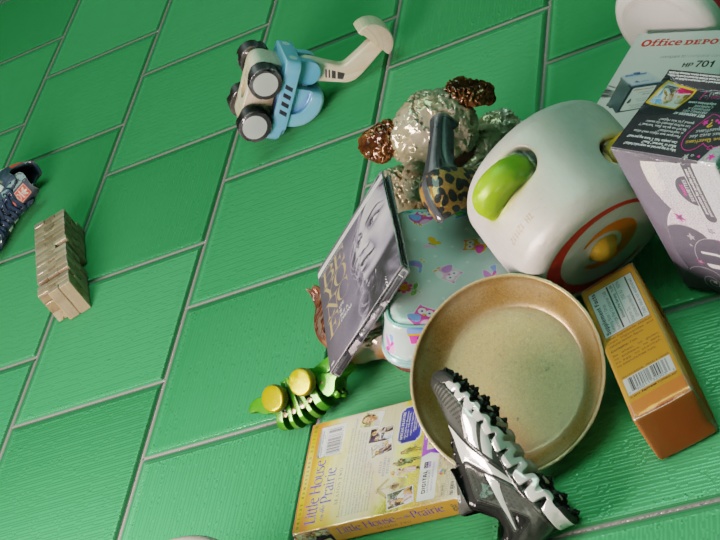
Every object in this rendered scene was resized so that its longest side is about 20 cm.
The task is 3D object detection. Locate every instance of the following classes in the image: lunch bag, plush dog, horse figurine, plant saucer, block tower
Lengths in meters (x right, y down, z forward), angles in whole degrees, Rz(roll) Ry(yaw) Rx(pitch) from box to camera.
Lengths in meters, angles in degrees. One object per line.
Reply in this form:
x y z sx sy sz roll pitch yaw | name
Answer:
0.094 0.019 1.721 0.158 0.078 0.201 -1 40 4 | lunch bag
0.096 -0.132 1.856 0.199 0.172 0.161 -29 35 8 | plush dog
0.021 0.060 1.799 0.198 0.050 0.134 1 54 33 | horse figurine
0.147 0.105 1.577 0.198 0.035 0.203 -6 74 21 | plant saucer
-0.422 -0.010 2.271 0.054 0.058 0.201 -30 33 7 | block tower

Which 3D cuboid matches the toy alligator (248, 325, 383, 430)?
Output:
-0.041 0.129 1.763 0.199 0.059 0.055 -32 74 27 | toy alligator

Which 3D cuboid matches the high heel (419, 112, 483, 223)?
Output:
0.149 -0.072 1.746 0.071 0.199 0.144 -43 29 43 | high heel

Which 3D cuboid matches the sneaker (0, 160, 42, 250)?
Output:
-0.540 -0.101 2.466 0.084 0.075 0.201 -24 36 25 | sneaker

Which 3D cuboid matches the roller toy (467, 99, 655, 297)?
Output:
0.215 -0.066 1.634 0.199 0.183 0.140 -30 61 -11 | roller toy

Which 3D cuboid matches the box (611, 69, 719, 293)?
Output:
0.352 -0.077 1.541 0.131 0.201 0.115 15 60 48 | box

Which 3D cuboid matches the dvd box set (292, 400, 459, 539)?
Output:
0.030 0.200 1.645 0.198 0.029 0.147 -17 39 25 | dvd box set

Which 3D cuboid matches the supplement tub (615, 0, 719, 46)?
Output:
0.396 -0.343 1.873 0.139 0.141 0.201 6 52 45 | supplement tub

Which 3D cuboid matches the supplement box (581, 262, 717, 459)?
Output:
0.274 0.083 1.541 0.068 0.067 0.201 -29 34 14 | supplement box

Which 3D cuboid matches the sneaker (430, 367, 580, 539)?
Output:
0.113 0.183 1.513 0.090 0.066 0.201 -42 65 9 | sneaker

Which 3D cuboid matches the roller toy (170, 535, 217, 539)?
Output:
-0.163 0.351 1.526 0.181 0.140 0.201 -18 37 24 | roller toy

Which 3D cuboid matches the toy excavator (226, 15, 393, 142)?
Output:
-0.070 -0.271 2.243 0.100 0.198 0.196 -117 39 -55 | toy excavator

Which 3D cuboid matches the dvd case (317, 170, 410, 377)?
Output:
0.000 0.000 1.738 0.149 0.016 0.201 -57 21 25 | dvd case

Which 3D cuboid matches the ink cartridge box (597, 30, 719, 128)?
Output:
0.337 -0.166 1.766 0.145 0.086 0.201 4 52 44 | ink cartridge box
